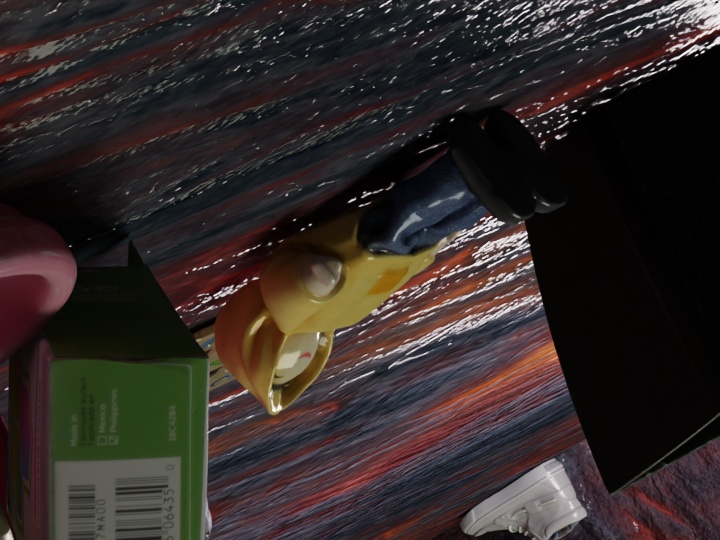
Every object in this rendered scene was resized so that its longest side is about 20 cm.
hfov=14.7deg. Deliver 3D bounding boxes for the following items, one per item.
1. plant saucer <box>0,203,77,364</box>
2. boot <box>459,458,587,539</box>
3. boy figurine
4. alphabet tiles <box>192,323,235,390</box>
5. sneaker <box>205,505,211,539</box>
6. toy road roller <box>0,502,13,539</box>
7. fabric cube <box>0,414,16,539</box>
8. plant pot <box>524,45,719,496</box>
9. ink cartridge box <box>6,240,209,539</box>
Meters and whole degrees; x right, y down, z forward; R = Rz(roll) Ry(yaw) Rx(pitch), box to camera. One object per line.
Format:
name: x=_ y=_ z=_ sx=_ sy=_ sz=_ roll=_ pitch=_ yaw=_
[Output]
plant saucer: x=-0.193 y=0.028 z=0.942 sx=0.200 sy=0.051 sz=0.201 roll=-28 pitch=170 yaw=-5
boot: x=0.212 y=0.327 z=3.640 sx=0.074 sy=0.096 sz=0.200 roll=-22 pitch=168 yaw=-41
boy figurine: x=0.000 y=0.000 z=1.353 sx=0.200 sy=0.064 sz=0.124 roll=-38 pitch=171 yaw=27
alphabet tiles: x=-0.092 y=0.053 z=1.527 sx=0.200 sy=0.006 sz=0.166 roll=-25 pitch=170 yaw=-31
sneaker: x=-0.114 y=0.127 z=1.595 sx=0.070 sy=0.078 sz=0.200 roll=-27 pitch=174 yaw=-11
toy road roller: x=-0.248 y=0.125 z=1.102 sx=0.200 sy=0.123 sz=0.146 roll=-17 pitch=177 yaw=-38
fabric cube: x=-0.237 y=0.209 z=1.324 sx=0.196 sy=0.200 sz=0.199 roll=-23 pitch=167 yaw=-31
plant pot: x=0.200 y=-0.017 z=1.519 sx=0.199 sy=0.177 sz=0.200 roll=-27 pitch=171 yaw=-20
ink cartridge box: x=-0.104 y=0.058 z=1.086 sx=0.059 sy=0.104 sz=0.200 roll=-1 pitch=-167 yaw=-13
